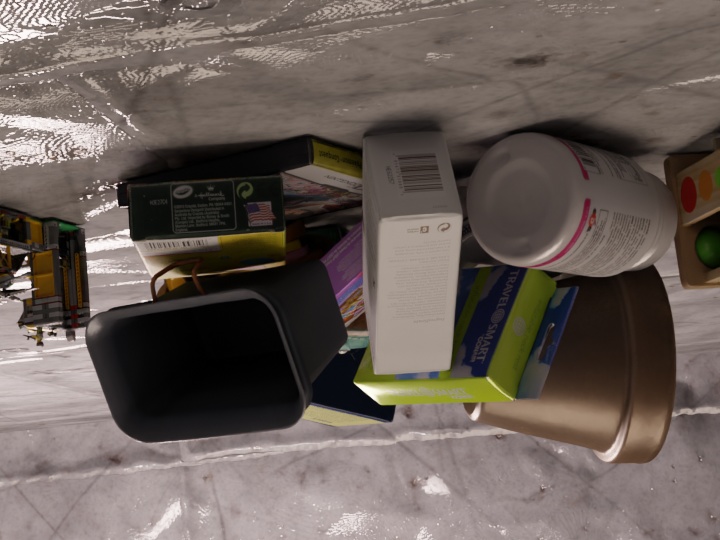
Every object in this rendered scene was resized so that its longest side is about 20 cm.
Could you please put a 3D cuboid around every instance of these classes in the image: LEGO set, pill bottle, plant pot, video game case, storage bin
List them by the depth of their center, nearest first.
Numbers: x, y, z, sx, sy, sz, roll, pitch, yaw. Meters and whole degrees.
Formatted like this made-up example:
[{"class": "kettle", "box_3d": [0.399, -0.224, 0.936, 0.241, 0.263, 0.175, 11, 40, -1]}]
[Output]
[{"class": "storage bin", "box_3d": [-0.117, 0.051, 1.385, 0.200, 0.146, 0.134, -10, -164, 29]}, {"class": "video game case", "box_3d": [-0.080, -0.071, 1.403, 0.200, 0.026, 0.181, -11, 169, 29]}, {"class": "pill bottle", "box_3d": [0.192, -0.053, 1.404, 0.113, 0.114, 0.200, -13, 168, 37]}, {"class": "LEGO set", "box_3d": [-0.341, 0.016, 1.488, 0.153, 0.116, 0.200, -8, 170, 12]}, {"class": "plant pot", "box_3d": [0.188, 0.084, 1.525, 0.174, 0.201, 0.200, 1, 170, -8]}]

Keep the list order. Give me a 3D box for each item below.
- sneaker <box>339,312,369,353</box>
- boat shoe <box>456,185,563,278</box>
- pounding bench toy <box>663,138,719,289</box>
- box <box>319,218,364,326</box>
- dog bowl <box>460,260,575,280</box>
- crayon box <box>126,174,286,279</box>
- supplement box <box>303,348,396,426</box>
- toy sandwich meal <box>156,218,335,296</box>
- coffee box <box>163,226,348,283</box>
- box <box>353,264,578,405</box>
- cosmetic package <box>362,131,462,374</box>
[{"class": "sneaker", "box_3d": [-0.059, 0.067, 1.686, 0.200, 0.080, 0.071, 4, -142, 28]}, {"class": "boat shoe", "box_3d": [0.141, -0.037, 1.499, 0.072, 0.066, 0.200, -38, 151, 32]}, {"class": "pounding bench toy", "box_3d": [0.366, -0.021, 1.432, 0.124, 0.201, 0.156, -3, 170, -16]}, {"class": "box", "box_3d": [0.000, 0.000, 1.511, 0.200, 0.039, 0.137, -42, 167, 33]}, {"class": "dog bowl", "box_3d": [0.150, 0.025, 1.623, 0.200, 0.200, 0.059, -2, -147, -19]}, {"class": "crayon box", "box_3d": [-0.128, -0.034, 1.370, 0.127, 0.051, 0.200, -4, 170, -4]}, {"class": "supplement box", "box_3d": [-0.074, 0.099, 1.908, 0.200, 0.135, 0.200, 16, 168, -19]}, {"class": "toy sandwich meal", "box_3d": [-0.117, -0.015, 1.568, 0.205, 0.070, 0.205, -15, -163, 5]}, {"class": "coffee box", "box_3d": [-0.101, -0.005, 1.726, 0.199, 0.044, 0.123, -8, 170, 11]}, {"class": "box", "box_3d": [0.092, 0.059, 1.443, 0.200, 0.122, 0.048, -7, 143, 48]}, {"class": "cosmetic package", "box_3d": [0.040, -0.012, 1.344, 0.074, 0.102, 0.200, -4, 137, -6]}]
